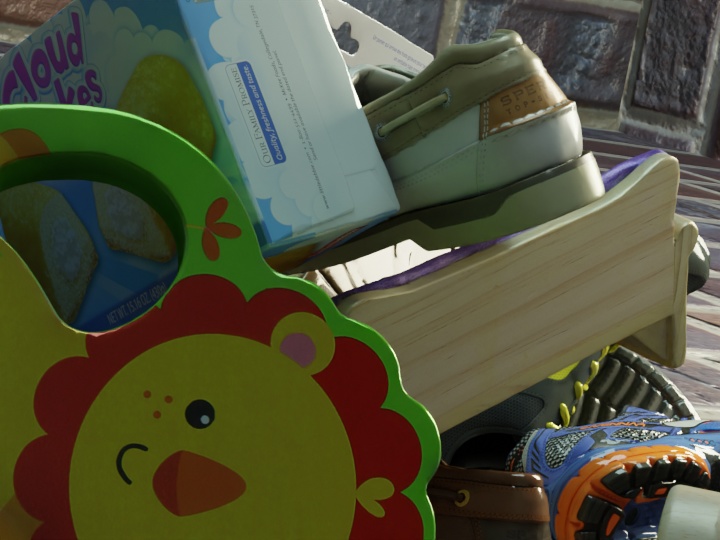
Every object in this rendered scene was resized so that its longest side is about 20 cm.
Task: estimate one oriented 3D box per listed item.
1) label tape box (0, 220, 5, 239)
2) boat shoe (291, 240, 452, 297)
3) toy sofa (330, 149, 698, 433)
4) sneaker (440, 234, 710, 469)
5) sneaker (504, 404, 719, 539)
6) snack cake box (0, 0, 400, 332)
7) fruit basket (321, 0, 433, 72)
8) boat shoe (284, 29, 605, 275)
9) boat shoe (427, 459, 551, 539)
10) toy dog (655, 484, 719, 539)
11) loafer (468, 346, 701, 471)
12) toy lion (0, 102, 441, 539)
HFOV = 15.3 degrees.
[{"bbox_3d":[-0.184,0.014,1.006,0.063,0.145,0.200,-17,16,-23],"label":"label tape box"},{"bbox_3d":[0.000,0.000,1.155,0.062,0.074,0.200,-17,10,34],"label":"boat shoe"},{"bbox_3d":[0.034,0.014,1.027,0.199,0.098,0.083,-25,34,-36],"label":"toy sofa"},{"bbox_3d":[0.080,0.047,1.227,0.199,0.085,0.075,-26,-21,-10],"label":"sneaker"},{"bbox_3d":[0.145,0.090,1.203,0.199,0.076,0.078,6,19,-44],"label":"sneaker"},{"bbox_3d":[-0.085,-0.036,0.986,0.067,0.116,0.200,-17,-8,-41],"label":"snack cake box"},{"bbox_3d":[-0.049,-0.028,1.200,0.093,0.201,0.185,20,0,26],"label":"fruit basket"},{"bbox_3d":[0.008,-0.043,0.990,0.075,0.069,0.199,-25,9,-41],"label":"boat shoe"},{"bbox_3d":[0.002,0.086,1.081,0.072,0.068,0.199,3,11,-45],"label":"boat shoe"},{"bbox_3d":[0.148,0.139,0.937,0.131,0.097,0.200,13,-7,31],"label":"toy dog"},{"bbox_3d":[0.077,0.065,1.292,0.199,0.075,0.070,28,-30,12],"label":"loafer"},{"bbox_3d":[-0.071,0.044,0.852,0.190,0.201,0.069,-2,-16,-9],"label":"toy lion"}]
